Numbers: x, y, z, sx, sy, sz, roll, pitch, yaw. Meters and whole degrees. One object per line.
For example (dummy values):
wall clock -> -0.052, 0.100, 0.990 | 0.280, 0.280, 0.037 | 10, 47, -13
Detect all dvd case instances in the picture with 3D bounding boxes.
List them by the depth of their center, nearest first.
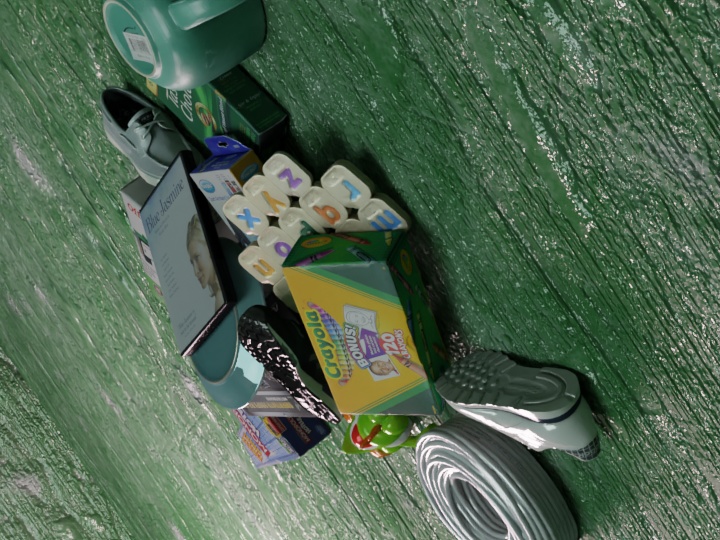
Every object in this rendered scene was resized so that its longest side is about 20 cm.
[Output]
dvd case -> -0.203, -0.019, 1.618 | 0.143, 0.018, 0.200 | -46, 56, 49

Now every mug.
mug -> -0.182, -0.264, 1.375 | 0.152, 0.114, 0.185 | 48, 156, 14

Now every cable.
cable -> 0.145, 0.244, 1.501 | 0.200, 0.069, 0.200 | 31, 146, 44

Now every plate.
plate -> -0.164, 0.062, 1.608 | 0.200, 0.026, 0.201 | 10, 102, 57

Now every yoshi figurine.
yoshi figurine -> 0.040, 0.153, 1.578 | 0.200, 0.112, 0.112 | 121, 152, -79

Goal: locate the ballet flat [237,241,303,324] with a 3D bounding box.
ballet flat -> -0.101, 0.032, 1.680 | 0.070, 0.067, 0.200 | 41, 159, 29

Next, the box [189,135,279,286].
box -> -0.108, -0.057, 1.509 | 0.200, 0.041, 0.119 | 52, 159, -18

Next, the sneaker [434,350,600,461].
sneaker -> 0.148, 0.134, 1.351 | 0.200, 0.076, 0.081 | 16, 145, 57

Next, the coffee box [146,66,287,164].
coffee box -> -0.161, -0.186, 1.523 | 0.200, 0.044, 0.123 | 45, 156, 18

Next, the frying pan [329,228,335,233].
frying pan -> 0.000, 0.010, 1.512 | 0.190, 0.031, 0.115 | 42, 155, 32

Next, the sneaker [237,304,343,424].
sneaker -> -0.062, 0.080, 1.526 | 0.076, 0.088, 0.200 | 17, 155, 37

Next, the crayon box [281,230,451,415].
crayon box -> 0.011, 0.056, 1.418 | 0.119, 0.058, 0.200 | -2, 126, 27

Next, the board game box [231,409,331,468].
board game box -> -0.143, 0.200, 1.983 | 0.200, 0.062, 0.200 | 50, 155, 11

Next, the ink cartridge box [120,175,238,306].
ink cartridge box -> -0.220, -0.024, 1.800 | 0.146, 0.084, 0.200 | 36, 151, 35

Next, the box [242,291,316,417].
box -> -0.120, 0.105, 1.684 | 0.158, 0.048, 0.200 | 53, 151, -17

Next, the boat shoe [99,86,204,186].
boat shoe -> -0.263, -0.166, 1.708 | 0.201, 0.070, 0.072 | 37, 154, 39

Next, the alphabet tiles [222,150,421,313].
alphabet tiles -> -0.039, -0.031, 1.421 | 0.196, 0.015, 0.200 | 41, 133, -10
